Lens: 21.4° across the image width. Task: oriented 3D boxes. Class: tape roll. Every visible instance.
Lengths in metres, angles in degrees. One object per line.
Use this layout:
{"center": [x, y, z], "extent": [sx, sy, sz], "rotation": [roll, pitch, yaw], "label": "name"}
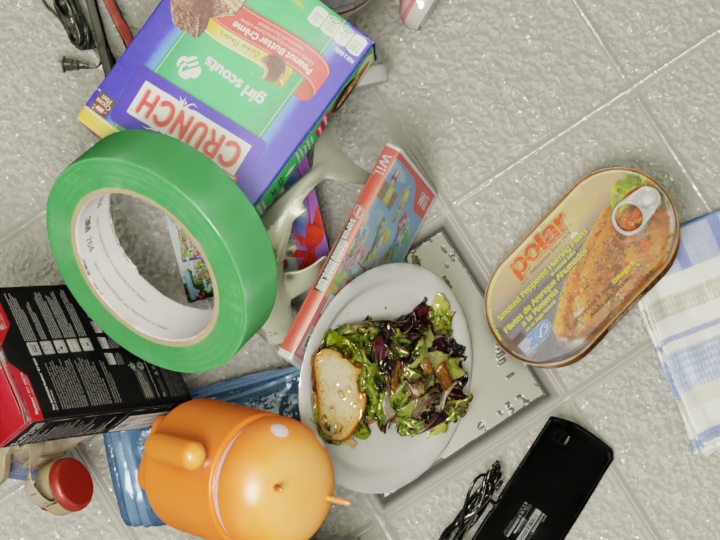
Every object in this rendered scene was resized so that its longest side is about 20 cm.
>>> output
{"center": [-0.162, -0.014, 1.539], "extent": [0.200, 0.201, 0.048], "rotation": [40, 48, 6], "label": "tape roll"}

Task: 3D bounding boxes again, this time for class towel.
{"center": [0.329, 0.047, 1.692], "extent": [0.146, 0.024, 0.202], "rotation": [-21, 84, 0], "label": "towel"}
{"center": [-0.125, 0.157, 1.692], "extent": [0.198, 0.049, 0.113], "rotation": [-13, 85, 1], "label": "towel"}

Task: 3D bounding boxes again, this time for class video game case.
{"center": [0.000, 0.000, 1.649], "extent": [0.017, 0.143, 0.201], "rotation": [25, 84, 19], "label": "video game case"}

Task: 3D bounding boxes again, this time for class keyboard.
{"center": [0.132, 0.216, 1.689], "extent": [0.104, 0.040, 0.201], "rotation": [35, 86, -18], "label": "keyboard"}

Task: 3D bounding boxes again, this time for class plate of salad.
{"center": [0.030, 0.095, 1.636], "extent": [0.199, 0.048, 0.203], "rotation": [-8, 103, -40], "label": "plate of salad"}

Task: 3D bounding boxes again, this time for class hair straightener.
{"center": [-0.246, -0.212, 1.733], "extent": [0.076, 0.041, 0.202], "rotation": [-25, 84, 0], "label": "hair straightener"}

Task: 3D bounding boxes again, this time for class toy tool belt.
{"center": [-0.293, 0.130, 1.666], "extent": [0.122, 0.124, 0.202], "rotation": [-25, 61, 33], "label": "toy tool belt"}

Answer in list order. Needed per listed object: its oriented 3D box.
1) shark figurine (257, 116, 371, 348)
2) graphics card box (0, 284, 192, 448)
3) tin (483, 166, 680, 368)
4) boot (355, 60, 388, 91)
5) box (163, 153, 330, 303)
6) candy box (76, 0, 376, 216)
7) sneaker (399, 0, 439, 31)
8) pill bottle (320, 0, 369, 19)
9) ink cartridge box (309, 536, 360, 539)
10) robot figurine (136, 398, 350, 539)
{"center": [-0.080, -0.028, 1.640], "extent": [0.089, 0.127, 0.216], "rotation": [43, 126, 40], "label": "shark figurine"}
{"center": [-0.242, 0.075, 1.600], "extent": [0.051, 0.199, 0.126], "rotation": [-38, 71, 32], "label": "graphics card box"}
{"center": [0.196, -0.002, 1.682], "extent": [0.200, 0.042, 0.112], "rotation": [-45, 76, 3], "label": "tin"}
{"center": [-0.078, -0.195, 1.706], "extent": [0.198, 0.074, 0.097], "rotation": [-9, 91, 3], "label": "boot"}
{"center": [-0.110, -0.082, 1.676], "extent": [0.135, 0.039, 0.202], "rotation": [-12, 111, 1], "label": "box"}
{"center": [-0.110, -0.151, 1.582], "extent": [0.168, 0.077, 0.201], "rotation": [36, 88, 7], "label": "candy box"}
{"center": [0.049, -0.319, 1.711], "extent": [0.104, 0.075, 0.202], "rotation": [21, 79, 0], "label": "sneaker"}
{"center": [-0.028, -0.285, 1.644], "extent": [0.111, 0.200, 0.114], "rotation": [1, 77, -5], "label": "pill bottle"}
{"center": [-0.067, 0.333, 1.624], "extent": [0.145, 0.146, 0.202], "rotation": [-3, 85, 3], "label": "ink cartridge box"}
{"center": [-0.100, 0.170, 1.579], "extent": [0.116, 0.199, 0.145], "rotation": [-40, 120, -32], "label": "robot figurine"}
